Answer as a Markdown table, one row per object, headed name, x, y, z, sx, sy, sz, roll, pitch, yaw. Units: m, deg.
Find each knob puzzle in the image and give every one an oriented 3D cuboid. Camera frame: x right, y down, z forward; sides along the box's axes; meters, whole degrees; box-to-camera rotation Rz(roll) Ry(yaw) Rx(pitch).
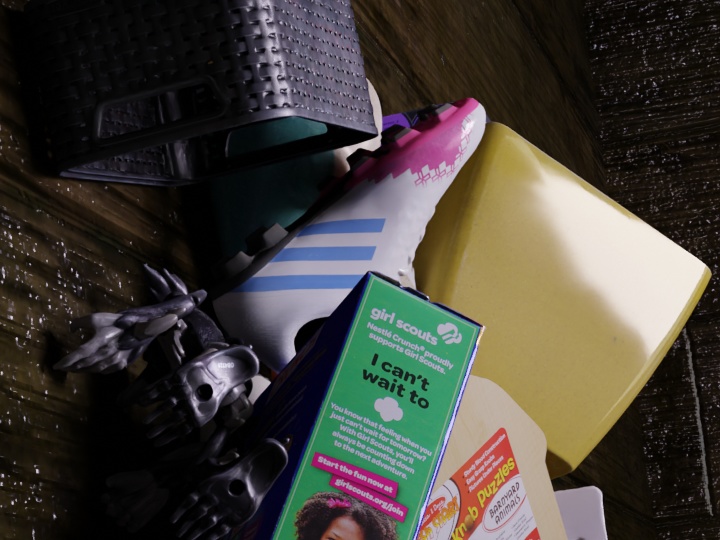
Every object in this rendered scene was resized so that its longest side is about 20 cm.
| name | x | y | z | sx | sy | sz | roll | pitch | yaw |
| --- | --- | --- | --- | --- | --- | --- | --- | --- | --- |
| knob puzzle | 0.052 | 0.151 | 1.109 | 0.219 | 0.030 | 0.221 | 3 | 85 | -50 |

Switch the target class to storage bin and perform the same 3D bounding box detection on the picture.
| name | x | y | z | sx | sy | sz | roll | pitch | yaw |
| --- | --- | --- | --- | --- | --- | --- | --- | --- | --- |
| storage bin | -0.082 | -0.108 | 1.007 | 0.200 | 0.135 | 0.094 | 0 | 77 | -75 |

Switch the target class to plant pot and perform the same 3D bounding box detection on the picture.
| name | x | y | z | sx | sy | sz | roll | pitch | yaw |
| --- | --- | --- | --- | --- | --- | --- | --- | --- | --- |
| plant pot | 0.093 | 0.048 | 1.297 | 0.200 | 0.200 | 0.177 | 33 | 60 | -14 |

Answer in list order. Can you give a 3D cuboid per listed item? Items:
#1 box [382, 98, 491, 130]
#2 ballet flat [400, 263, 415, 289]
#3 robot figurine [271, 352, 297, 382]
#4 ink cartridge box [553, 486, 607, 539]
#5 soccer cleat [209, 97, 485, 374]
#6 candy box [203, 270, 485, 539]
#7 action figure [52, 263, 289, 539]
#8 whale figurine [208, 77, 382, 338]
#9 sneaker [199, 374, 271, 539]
| name | x | y | z | sx | sy | sz | roll | pitch | yaw |
| --- | --- | --- | --- | --- | --- | --- | --- | --- | --- |
| box | 0.072 | -0.058 | 1.578 | 0.200 | 0.122 | 0.107 | 39 | 43 | -68 |
| ballet flat | 0.000 | 0.000 | 1.224 | 0.068 | 0.062 | 0.200 | 54 | -15 | -18 |
| robot figurine | -0.006 | 0.148 | 1.179 | 0.144 | 0.116 | 0.201 | -178 | -102 | -75 |
| ink cartridge box | 0.085 | 0.224 | 1.298 | 0.068 | 0.199 | 0.116 | 40 | 42 | -67 |
| soccer cleat | 0.004 | -0.018 | 1.068 | 0.086 | 0.200 | 0.070 | 54 | -10 | -10 |
| candy box | -0.025 | 0.126 | 0.951 | 0.169 | 0.077 | 0.201 | -50 | -163 | 52 |
| action figure | -0.099 | 0.066 | 0.929 | 0.200 | 0.102 | 0.119 | -148 | -145 | -75 |
| whale figurine | -0.059 | -0.044 | 1.161 | 0.159 | 0.103 | 0.201 | -25 | -133 | 67 |
| sneaker | -0.059 | 0.158 | 1.057 | 0.093 | 0.070 | 0.201 | 12 | 71 | -80 |
